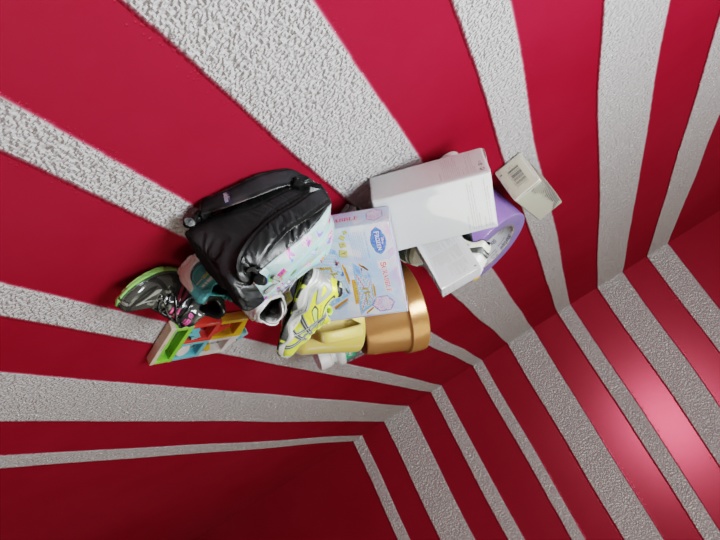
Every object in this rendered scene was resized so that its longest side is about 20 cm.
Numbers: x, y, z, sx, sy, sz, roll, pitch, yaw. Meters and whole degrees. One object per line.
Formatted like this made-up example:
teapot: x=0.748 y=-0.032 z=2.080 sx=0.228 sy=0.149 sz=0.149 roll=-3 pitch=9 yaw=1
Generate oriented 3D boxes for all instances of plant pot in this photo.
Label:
plant pot: x=0.053 y=0.100 z=1.330 sx=0.137 sy=0.203 sz=0.201 roll=-17 pitch=155 yaw=-14

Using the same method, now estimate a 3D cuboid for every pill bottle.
pill bottle: x=-0.026 y=0.160 z=1.460 sx=0.197 sy=0.114 sz=0.114 roll=-24 pitch=157 yaw=-16

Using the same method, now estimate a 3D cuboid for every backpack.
backpack: x=-0.131 y=-0.051 z=0.859 sx=0.199 sy=0.167 sz=0.128 roll=-38 pitch=157 yaw=-21

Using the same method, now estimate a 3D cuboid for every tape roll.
tape roll: x=0.260 y=-0.073 z=1.306 sx=0.198 sy=0.085 sz=0.202 roll=-35 pitch=154 yaw=-19

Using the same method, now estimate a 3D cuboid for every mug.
mug: x=-0.080 y=0.103 z=1.249 sx=0.150 sy=0.152 sz=0.187 roll=-8 pitch=158 yaw=-23

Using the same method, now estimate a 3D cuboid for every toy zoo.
toy zoo: x=-0.309 y=0.131 z=1.181 sx=0.197 sy=0.021 sz=0.131 roll=-6 pitch=147 yaw=-45

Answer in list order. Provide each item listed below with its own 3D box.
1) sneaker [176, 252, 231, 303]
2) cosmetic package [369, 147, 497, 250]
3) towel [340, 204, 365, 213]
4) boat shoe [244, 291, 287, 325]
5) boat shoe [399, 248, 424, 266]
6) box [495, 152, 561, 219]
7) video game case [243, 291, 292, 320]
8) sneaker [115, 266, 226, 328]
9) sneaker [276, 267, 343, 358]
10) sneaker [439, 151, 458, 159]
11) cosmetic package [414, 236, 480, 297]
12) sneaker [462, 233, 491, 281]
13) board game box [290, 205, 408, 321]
sneaker: x=-0.211 y=0.015 z=0.972 sx=0.077 sy=0.081 sz=0.199 roll=-40 pitch=165 yaw=29
cosmetic package: x=0.121 y=-0.114 z=0.991 sx=0.195 sy=0.082 sz=0.114 roll=-11 pitch=129 yaw=9
towel: x=-0.006 y=-0.065 z=1.138 sx=0.149 sy=0.031 sz=0.198 roll=-39 pitch=158 yaw=28
boat shoe: x=-0.154 y=0.061 z=0.974 sx=0.074 sy=0.065 sz=0.200 roll=-49 pitch=168 yaw=0
boat shoe: x=0.130 y=-0.044 z=1.318 sx=0.199 sy=0.061 sz=0.075 roll=-2 pitch=105 yaw=-65
box: x=0.363 y=-0.176 z=1.273 sx=0.068 sy=0.083 sz=0.199 roll=-39 pitch=157 yaw=21
video game case: x=-0.134 y=0.032 z=1.137 sx=0.196 sy=0.023 sz=0.182 roll=-25 pitch=167 yaw=-8
sneaker: x=-0.290 y=0.047 z=0.946 sx=0.198 sy=0.085 sz=0.077 roll=1 pitch=143 yaw=-51
sneaker: x=-0.090 y=0.084 z=1.006 sx=0.075 sy=0.076 sz=0.202 roll=17 pitch=131 yaw=-13
sneaker: x=0.184 y=-0.123 z=1.126 sx=0.072 sy=0.116 sz=0.201 roll=-29 pitch=159 yaw=-1
cosmetic package: x=0.134 y=-0.061 z=1.078 sx=0.081 sy=0.203 sz=0.051 roll=-28 pitch=157 yaw=2
sneaker: x=0.173 y=-0.063 z=1.163 sx=0.075 sy=0.199 sz=0.089 roll=14 pitch=109 yaw=-52
board game box: x=-0.029 y=-0.002 z=1.007 sx=0.194 sy=0.042 sz=0.203 roll=-7 pitch=130 yaw=8
